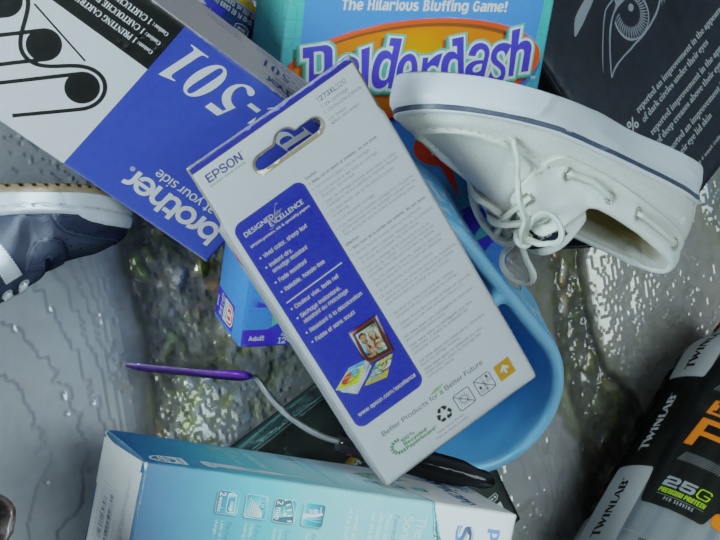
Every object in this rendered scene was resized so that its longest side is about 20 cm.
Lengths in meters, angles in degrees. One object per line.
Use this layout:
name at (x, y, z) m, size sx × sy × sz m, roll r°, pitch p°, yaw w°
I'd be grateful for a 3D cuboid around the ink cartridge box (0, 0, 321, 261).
ink cartridge box at (-0.119, -0.097, 1.047) m, size 0.199 × 0.044 × 0.094 m, roll 35°, pitch 112°, yaw -26°

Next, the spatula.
spatula at (-0.024, 0.076, 1.141) m, size 0.198 × 0.057 × 0.021 m, roll 22°, pitch 83°, yaw -5°

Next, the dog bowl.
dog bowl at (0.034, 0.030, 1.160) m, size 0.111 × 0.050 × 0.200 m, roll -41°, pitch 126°, yaw -1°

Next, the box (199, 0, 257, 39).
box at (-0.149, -0.146, 1.099) m, size 0.199 × 0.064 × 0.071 m, roll 32°, pitch 71°, yaw -30°

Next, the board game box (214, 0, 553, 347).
board game box at (0.011, -0.062, 1.159) m, size 0.151 × 0.045 × 0.202 m, roll -3°, pitch 116°, yaw -24°

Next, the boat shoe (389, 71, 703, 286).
boat shoe at (0.091, -0.036, 1.130) m, size 0.201 × 0.074 × 0.087 m, roll 19°, pitch 77°, yaw -40°

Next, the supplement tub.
supplement tub at (0.214, 0.125, 1.320) m, size 0.123 × 0.122 × 0.201 m, roll 45°, pitch 63°, yaw -26°

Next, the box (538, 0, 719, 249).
box at (0.127, -0.134, 1.277) m, size 0.148 × 0.104 × 0.201 m, roll -47°, pitch 114°, yaw -27°

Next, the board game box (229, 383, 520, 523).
board game box at (-0.012, 0.133, 1.211) m, size 0.199 × 0.028 × 0.136 m, roll -35°, pitch 108°, yaw -31°

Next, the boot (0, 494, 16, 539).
boot at (-0.262, 0.086, 0.941) m, size 0.199 × 0.166 × 0.073 m, roll 10°, pitch 84°, yaw -33°

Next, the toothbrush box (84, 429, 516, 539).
toothbrush box at (-0.038, 0.170, 1.113) m, size 0.198 × 0.085 × 0.148 m, roll 9°, pitch 94°, yaw -20°

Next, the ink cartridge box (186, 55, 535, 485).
ink cartridge box at (0.000, 0.000, 1.075) m, size 0.094 × 0.037 × 0.201 m, roll -35°, pitch 118°, yaw -7°

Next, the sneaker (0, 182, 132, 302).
sneaker at (-0.197, 0.017, 1.052) m, size 0.198 × 0.070 × 0.110 m, roll -5°, pitch 87°, yaw -30°
